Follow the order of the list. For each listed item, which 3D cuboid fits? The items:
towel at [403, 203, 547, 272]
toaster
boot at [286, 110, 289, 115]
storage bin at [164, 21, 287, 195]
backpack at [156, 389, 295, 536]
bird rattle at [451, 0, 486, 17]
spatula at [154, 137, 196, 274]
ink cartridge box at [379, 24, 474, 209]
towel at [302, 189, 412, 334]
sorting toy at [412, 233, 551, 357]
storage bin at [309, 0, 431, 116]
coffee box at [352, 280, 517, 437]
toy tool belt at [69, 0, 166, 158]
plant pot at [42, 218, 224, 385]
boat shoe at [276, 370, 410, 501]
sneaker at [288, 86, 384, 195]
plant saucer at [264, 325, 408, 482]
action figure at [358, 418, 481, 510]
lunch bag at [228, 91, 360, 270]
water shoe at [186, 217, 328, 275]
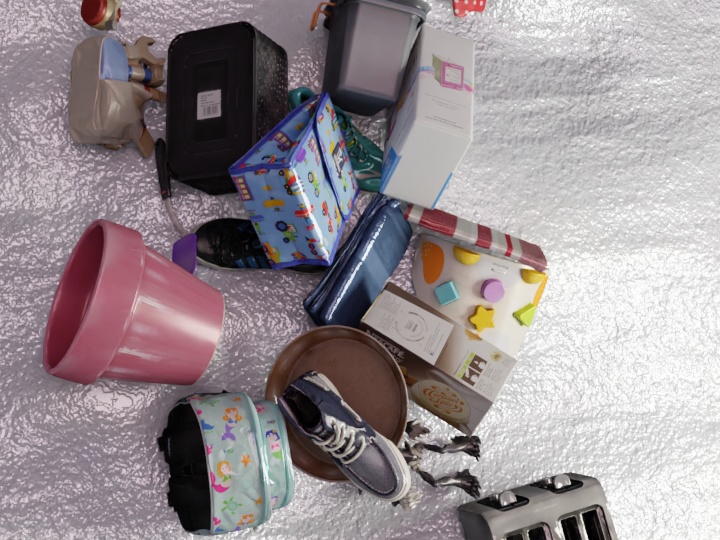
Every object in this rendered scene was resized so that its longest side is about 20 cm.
[{"bbox_3d":[0.155,-0.047,1.547,0.199,0.144,0.023,20,100,2],"label":"towel"},{"bbox_3d":[0.243,0.383,1.516,0.179,0.119,0.202,-13,83,-15],"label":"toaster"},{"bbox_3d":[-0.113,-0.159,1.552,0.075,0.074,0.201,-26,90,-10],"label":"boot"},{"bbox_3d":[-0.176,-0.211,1.498,0.134,0.094,0.202,-5,78,23],"label":"storage bin"},{"bbox_3d":[-0.163,0.234,1.395,0.149,0.200,0.179,-7,81,-15],"label":"backpack"},{"bbox_3d":[0.111,-0.467,1.671,0.162,0.113,0.202,-11,96,-5],"label":"bird rattle"},{"bbox_3d":[-0.249,-0.081,1.509,0.020,0.056,0.202,-5,78,-46],"label":"spatula"},{"bbox_3d":[0.091,-0.209,1.534,0.084,0.145,0.201,17,48,-10],"label":"ink cartridge box"},{"bbox_3d":[0.000,0.000,1.535,0.048,0.112,0.201,20,69,29],"label":"towel"},{"bbox_3d":[0.162,0.064,1.580,0.198,0.107,0.181,15,96,-11],"label":"sorting toy"},{"bbox_3d":[-0.001,-0.294,1.545,0.144,0.200,0.135,12,86,-11],"label":"storage bin"},{"bbox_3d":[0.091,0.118,1.498,0.199,0.115,0.080,32,56,6],"label":"coffee box"},{"bbox_3d":[-0.316,-0.257,1.505,0.123,0.124,0.202,11,78,-52],"label":"toy tool belt"},{"bbox_3d":[-0.276,0.058,1.415,0.178,0.200,0.202,21,75,-26],"label":"plant pot"},{"bbox_3d":[-0.025,0.211,1.401,0.200,0.093,0.075,44,102,14],"label":"boat shoe"},{"bbox_3d":[-0.028,-0.178,1.569,0.200,0.080,0.078,37,73,-6],"label":"sneaker"},{"bbox_3d":[-0.028,0.171,1.471,0.199,0.034,0.202,0,90,20],"label":"plant saucer"},{"bbox_3d":[0.065,0.249,1.505,0.198,0.102,0.120,6,90,-15],"label":"action figure"},{"bbox_3d":[-0.065,-0.122,1.461,0.200,0.093,0.151,-59,137,-46],"label":"lunch bag"},{"bbox_3d":[-0.131,-0.038,1.517,0.198,0.079,0.072,4,78,-14],"label":"water shoe"}]
